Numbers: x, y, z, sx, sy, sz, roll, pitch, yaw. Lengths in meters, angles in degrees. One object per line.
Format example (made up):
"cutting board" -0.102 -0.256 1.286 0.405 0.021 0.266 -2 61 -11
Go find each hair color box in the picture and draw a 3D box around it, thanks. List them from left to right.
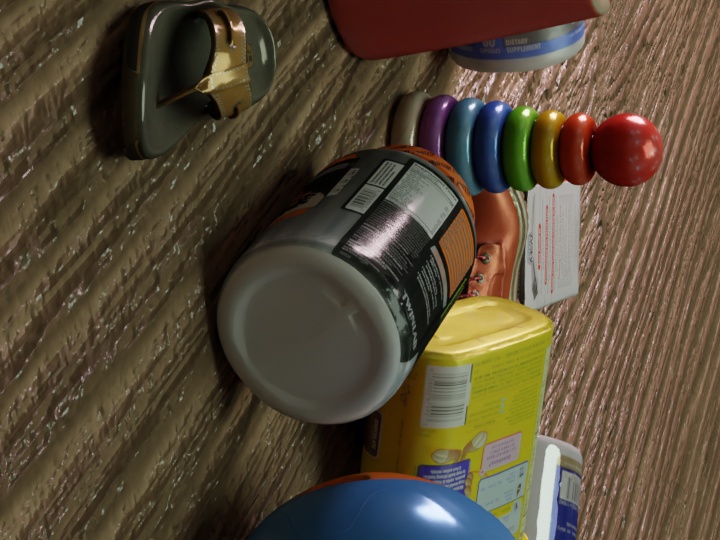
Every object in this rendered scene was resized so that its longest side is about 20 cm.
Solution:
"hair color box" 0.144 -0.025 1.638 0.200 0.064 0.111 -11 103 -71

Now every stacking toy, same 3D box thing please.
"stacking toy" 0.128 -0.093 1.382 0.085 0.200 0.086 1 90 -71

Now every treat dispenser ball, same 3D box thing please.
"treat dispenser ball" 0.012 0.218 1.076 0.201 0.200 0.201 1 90 -70

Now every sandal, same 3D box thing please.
"sandal" -0.079 -0.109 1.016 0.200 0.054 0.082 -27 116 -68

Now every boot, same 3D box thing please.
"boot" 0.085 0.001 1.465 0.107 0.075 0.200 -41 131 -59

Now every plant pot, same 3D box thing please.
"plant pot" 0.084 -0.246 1.286 0.200 0.177 0.201 2 90 -71

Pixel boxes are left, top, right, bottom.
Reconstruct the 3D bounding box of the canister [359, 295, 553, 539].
"canister" 0.063 0.129 1.291 0.148 0.086 0.200 -14 118 -45

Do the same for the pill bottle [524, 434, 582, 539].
"pill bottle" 0.111 0.237 1.479 0.120 0.119 0.200 45 50 -64

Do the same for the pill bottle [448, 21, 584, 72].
"pill bottle" 0.116 -0.268 1.467 0.114 0.114 0.200 -54 141 -58

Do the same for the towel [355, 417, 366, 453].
"towel" 0.027 0.052 1.334 0.148 0.049 0.200 -70 153 -43

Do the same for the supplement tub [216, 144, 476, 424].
"supplement tub" 0.000 0.000 1.147 0.200 0.122 0.123 -51 138 -60
